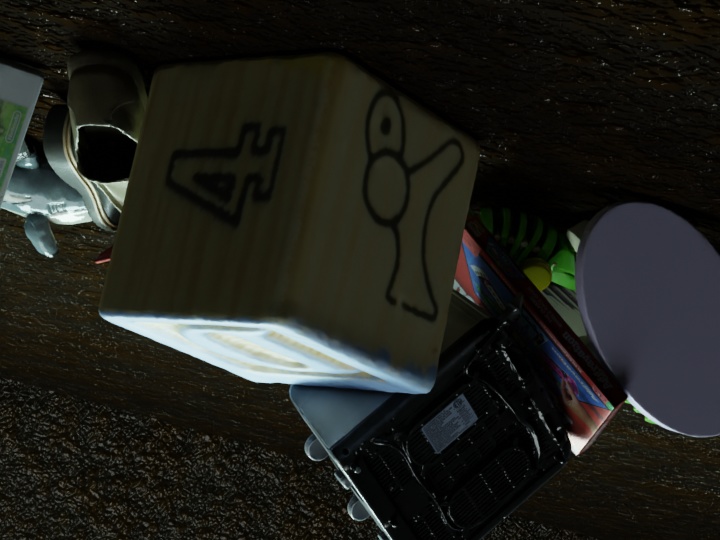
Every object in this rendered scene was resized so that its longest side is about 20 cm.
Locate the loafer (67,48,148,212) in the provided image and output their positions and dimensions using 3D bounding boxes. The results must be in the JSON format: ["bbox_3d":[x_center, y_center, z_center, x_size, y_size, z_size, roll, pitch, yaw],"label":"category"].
[{"bbox_3d":[-0.189,-0.090,1.434,0.075,0.068,0.200,0,147,15],"label":"loafer"}]

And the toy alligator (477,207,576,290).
[{"bbox_3d":[0.159,-0.017,1.572,0.198,0.060,0.054,16,126,-12],"label":"toy alligator"}]

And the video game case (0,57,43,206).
[{"bbox_3d":[-0.367,-0.090,1.444,0.181,0.201,0.022,17,-169,-21],"label":"video game case"}]

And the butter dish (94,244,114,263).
[{"bbox_3d":[-0.100,0.010,1.595,0.199,0.149,0.199,-16,-178,-32],"label":"butter dish"}]

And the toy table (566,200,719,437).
[{"bbox_3d":[0.237,0.038,1.503,0.183,0.201,0.117,-19,-176,-10],"label":"toy table"}]

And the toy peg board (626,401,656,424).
[{"bbox_3d":[0.341,0.095,1.775,0.198,0.099,0.200,6,166,25],"label":"toy peg board"}]

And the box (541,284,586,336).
[{"bbox_3d":[0.145,0.051,1.726,0.199,0.069,0.082,4,166,32],"label":"box"}]

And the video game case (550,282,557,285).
[{"bbox_3d":[0.094,0.005,1.788,0.180,0.026,0.199,-1,162,46],"label":"video game case"}]

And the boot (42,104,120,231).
[{"bbox_3d":[-0.170,-0.080,1.576,0.137,0.078,0.200,3,166,18],"label":"boot"}]

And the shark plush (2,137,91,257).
[{"bbox_3d":[-0.318,-0.105,1.704,0.200,0.091,0.083,38,139,-17],"label":"shark plush"}]

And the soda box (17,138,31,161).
[{"bbox_3d":[-0.376,-0.089,1.501,0.199,0.064,0.071,-26,171,-8],"label":"soda box"}]

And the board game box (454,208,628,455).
[{"bbox_3d":[0.134,0.052,1.499,0.200,0.019,0.103,51,155,15],"label":"board game box"}]

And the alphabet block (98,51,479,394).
[{"bbox_3d":[-0.050,-0.032,1.369,0.195,0.202,0.195,2,163,38],"label":"alphabet block"}]

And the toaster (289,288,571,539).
[{"bbox_3d":[0.062,0.120,1.470,0.119,0.200,0.181,39,166,51],"label":"toaster"}]
